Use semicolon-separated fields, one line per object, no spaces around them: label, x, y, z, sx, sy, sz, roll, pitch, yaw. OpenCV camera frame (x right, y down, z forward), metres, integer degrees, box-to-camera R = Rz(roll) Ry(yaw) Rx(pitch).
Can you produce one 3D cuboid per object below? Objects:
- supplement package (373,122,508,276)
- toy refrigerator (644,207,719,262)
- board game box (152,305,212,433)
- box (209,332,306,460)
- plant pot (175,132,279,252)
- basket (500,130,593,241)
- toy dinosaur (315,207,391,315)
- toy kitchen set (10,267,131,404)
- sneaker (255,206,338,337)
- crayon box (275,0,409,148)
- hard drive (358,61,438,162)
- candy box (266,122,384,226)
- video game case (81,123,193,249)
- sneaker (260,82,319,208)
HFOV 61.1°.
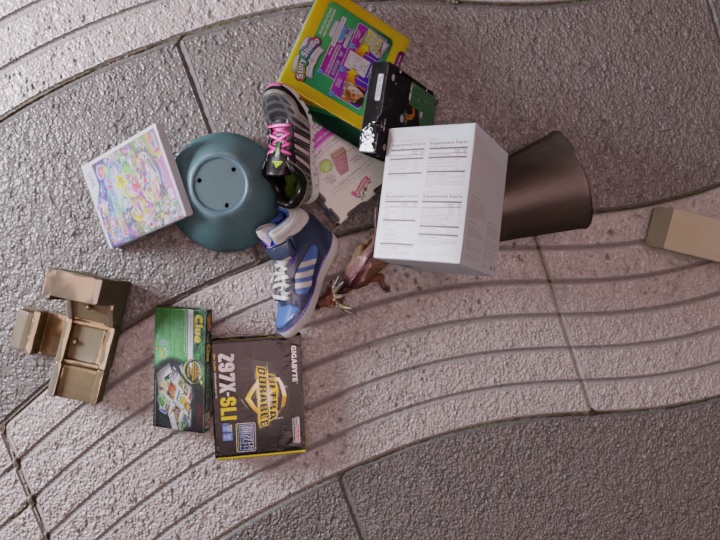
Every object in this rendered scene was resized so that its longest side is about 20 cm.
supplement package;0.129;-0.104;0.953;0.148;0.151;0.204;4;85;32
toy refrigerator;0.653;-0.061;1.160;0.196;0.070;0.077;11;97;-8
board game box;-0.298;0.164;1.020;0.103;0.023;0.204;3;92;21
box;-0.175;0.214;1.050;0.156;0.049;0.204;-2;92;-7
plant pot;-0.223;-0.131;0.989;0.196;0.135;0.204;0;92;-8
basket;0.276;-0.130;1.070;0.196;0.136;0.183;-17;80;-4
toy dinosaur;0.000;0.000;1.021;0.086;0.202;0.135;39;44;17
toy kitchen set;-0.474;0.096;0.933;0.160;0.180;0.204;13;85;-8
sneaker;-0.131;-0.008;1.010;0.146;0.080;0.203;32;77;-35
crayon box;-0.030;-0.334;1.003;0.170;0.058;0.203;26;72;-15
hard drive;0.067;-0.245;1.008;0.037;0.199;0.143;11;95;30
candy box;-0.050;-0.198;1.050;0.136;0.061;0.201;-39;96;-8
video game case;-0.358;-0.128;0.966;0.197;0.018;0.146;-16;95;33
sneaker;-0.116;-0.185;0.950;0.072;0.088;0.203;4;121;23
